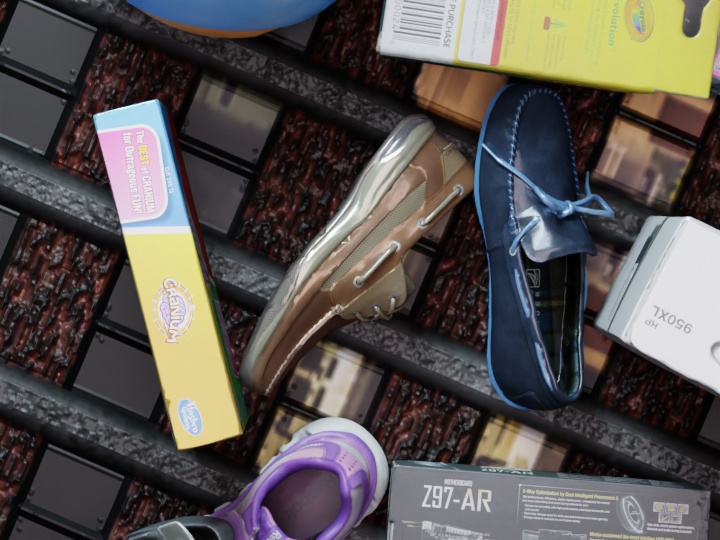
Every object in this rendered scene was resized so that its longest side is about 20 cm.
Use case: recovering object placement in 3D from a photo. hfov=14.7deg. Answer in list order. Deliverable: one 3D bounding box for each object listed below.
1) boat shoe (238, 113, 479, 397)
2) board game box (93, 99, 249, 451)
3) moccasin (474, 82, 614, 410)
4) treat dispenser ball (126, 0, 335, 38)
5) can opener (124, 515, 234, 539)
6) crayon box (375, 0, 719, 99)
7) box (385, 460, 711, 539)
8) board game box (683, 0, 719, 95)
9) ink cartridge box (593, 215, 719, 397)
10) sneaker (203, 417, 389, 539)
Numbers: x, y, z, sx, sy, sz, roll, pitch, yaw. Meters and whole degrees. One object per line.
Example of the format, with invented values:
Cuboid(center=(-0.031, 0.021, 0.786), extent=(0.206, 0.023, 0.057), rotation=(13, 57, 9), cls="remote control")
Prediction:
Cuboid(center=(0.000, 0.000, 1.717), extent=(0.072, 0.076, 0.200), rotation=(36, 92, -2), cls="boat shoe")
Cuboid(center=(-0.112, 0.002, 1.677), extent=(0.040, 0.153, 0.201), rotation=(-14, 91, -1), cls="board game box")
Cuboid(center=(0.119, -0.015, 1.710), extent=(0.080, 0.068, 0.201), rotation=(-11, 100, -32), cls="moccasin")
Cuboid(center=(-0.077, -0.238, 1.649), extent=(0.200, 0.201, 0.202), rotation=(0, 91, 0), cls="treat dispenser ball")
Cuboid(center=(-0.160, 0.196, 1.705), extent=(0.199, 0.067, 0.054), rotation=(-23, 91, 34), cls="can opener")
Cuboid(center=(0.116, -0.175, 1.662), extent=(0.199, 0.051, 0.128), rotation=(9, 93, 1), cls="crayon box")
Cuboid(center=(0.111, 0.205, 1.733), extent=(0.199, 0.044, 0.161), rotation=(4, 91, 0), cls="box")
Cuboid(center=(0.176, -0.211, 1.717), extent=(0.199, 0.064, 0.148), rotation=(24, 91, 1), cls="board game box")
Cuboid(center=(0.225, 0.034, 1.652), extent=(0.144, 0.200, 0.085), rotation=(27, 91, -1), cls="ink cartridge box")
Cuboid(center=(-0.065, 0.174, 1.712), extent=(0.080, 0.088, 0.200), rotation=(43, 92, -2), cls="sneaker")
